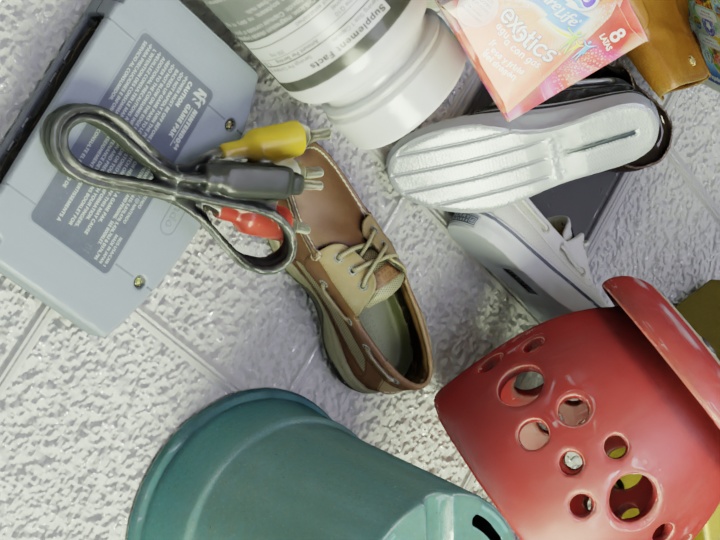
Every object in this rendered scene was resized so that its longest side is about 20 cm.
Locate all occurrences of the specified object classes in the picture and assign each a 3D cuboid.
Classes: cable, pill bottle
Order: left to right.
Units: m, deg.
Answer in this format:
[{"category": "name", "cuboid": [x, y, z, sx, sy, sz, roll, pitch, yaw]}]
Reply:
[{"category": "cable", "cuboid": [-0.106, -0.052, 0.948, 0.200, 0.050, 0.097, 5, 101, -30]}, {"category": "pill bottle", "cuboid": [-0.031, -0.178, 0.956, 0.200, 0.114, 0.114, 45, 68, -26]}]

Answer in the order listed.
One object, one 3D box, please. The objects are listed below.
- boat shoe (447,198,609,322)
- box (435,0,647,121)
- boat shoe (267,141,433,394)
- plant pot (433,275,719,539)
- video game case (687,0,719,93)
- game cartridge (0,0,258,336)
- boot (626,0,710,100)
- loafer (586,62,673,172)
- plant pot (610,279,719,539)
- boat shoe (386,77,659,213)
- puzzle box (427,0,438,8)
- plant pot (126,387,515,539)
[{"category": "boat shoe", "cuboid": [0.149, -0.008, 1.198, 0.200, 0.071, 0.070, 39, 74, -32]}, {"category": "box", "cuboid": [0.094, -0.198, 0.981, 0.103, 0.200, 0.095, -30, 124, 9]}, {"category": "boat shoe", "cuboid": [0.000, 0.000, 1.058, 0.076, 0.074, 0.200, -42, 120, -29]}, {"category": "plant pot", "cuboid": [0.180, 0.117, 1.119, 0.182, 0.200, 0.200, -38, 125, 3]}, {"category": "video game case", "cuboid": [0.266, -0.230, 1.216, 0.018, 0.143, 0.200, -25, 117, -7]}, {"category": "game cartridge", "cuboid": [-0.147, -0.068, 0.945, 0.133, 0.042, 0.200, 43, 69, -42]}, {"category": "boot", "cuboid": [0.201, -0.199, 1.160, 0.201, 0.071, 0.144, -6, 70, -54]}, {"category": "loafer", "cuboid": [0.187, -0.126, 1.205, 0.200, 0.071, 0.073, 21, 84, -41]}, {"category": "plant pot", "cuboid": [0.307, 0.146, 1.288, 0.200, 0.195, 0.194, -24, 113, -28]}, {"category": "boat shoe", "cuboid": [0.115, -0.094, 1.125, 0.200, 0.071, 0.072, -10, 119, -4]}, {"category": "puzzle box", "cuboid": [0.032, -0.249, 1.078, 0.200, 0.025, 0.133, -12, 106, -39]}, {"category": "plant pot", "cuboid": [-0.015, 0.194, 0.999, 0.200, 0.196, 0.200, -9, 104, -40]}]
